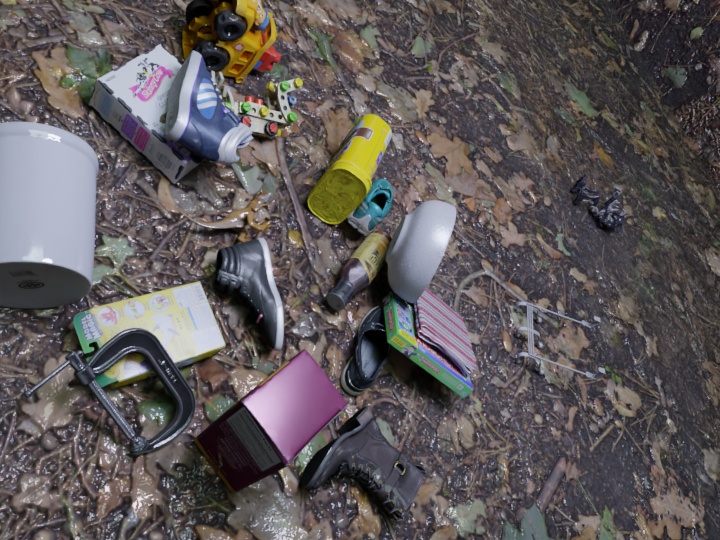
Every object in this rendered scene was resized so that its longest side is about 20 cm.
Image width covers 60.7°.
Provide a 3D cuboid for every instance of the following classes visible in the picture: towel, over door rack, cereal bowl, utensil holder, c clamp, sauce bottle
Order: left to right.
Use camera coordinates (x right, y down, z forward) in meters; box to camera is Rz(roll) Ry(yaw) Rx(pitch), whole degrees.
[{"bbox_3d":[-0.450,-0.069,0.842,0.168,0.170,0.203,5,64,-33],"label":"utensil holder"},{"bbox_3d":[-0.323,0.174,0.841,0.171,0.027,0.201,-51,119,-35],"label":"c clamp"},{"bbox_3d":[0.000,0.000,1.188,0.066,0.066,0.201,42,49,-7],"label":"sauce bottle"},{"bbox_3d":[0.103,-0.045,1.169,0.082,0.201,0.202,23,51,-5],"label":"cereal bowl"},{"bbox_3d":[0.156,0.108,1.206,0.146,0.030,0.201,40,20,-17],"label":"towel"},{"bbox_3d":[0.443,0.163,1.391,0.197,0.067,0.149,13,55,-4],"label":"over door rack"}]

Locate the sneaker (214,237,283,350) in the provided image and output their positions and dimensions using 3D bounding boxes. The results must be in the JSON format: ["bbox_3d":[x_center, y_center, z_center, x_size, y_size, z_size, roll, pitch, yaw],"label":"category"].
[{"bbox_3d":[-0.190,0.044,1.029,0.098,0.071,0.202,-7,70,-27],"label":"sneaker"}]

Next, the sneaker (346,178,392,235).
[{"bbox_3d":[0.039,-0.141,1.277,0.077,0.080,0.201,41,32,-10],"label":"sneaker"}]

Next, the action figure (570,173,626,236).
[{"bbox_3d":[0.710,-0.188,1.778,0.199,0.102,0.119,36,37,-10],"label":"action figure"}]

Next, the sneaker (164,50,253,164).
[{"bbox_3d":[-0.254,-0.273,1.071,0.145,0.080,0.202,24,49,-34],"label":"sneaker"}]

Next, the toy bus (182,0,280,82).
[{"bbox_3d":[-0.233,-0.471,1.219,0.190,0.199,0.137,8,60,-40],"label":"toy bus"}]

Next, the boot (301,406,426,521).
[{"bbox_3d":[0.016,0.335,0.996,0.175,0.069,0.200,51,45,2],"label":"boot"}]

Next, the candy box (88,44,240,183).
[{"bbox_3d":[-0.347,-0.284,1.103,0.200,0.071,0.168,43,48,-8],"label":"candy box"}]

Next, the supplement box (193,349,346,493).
[{"bbox_3d":[-0.132,0.218,0.872,0.104,0.200,0.131,52,46,3],"label":"supplement box"}]

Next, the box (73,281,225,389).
[{"bbox_3d":[-0.315,0.097,0.918,0.199,0.048,0.118,-14,74,-42],"label":"box"}]

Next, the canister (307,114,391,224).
[{"bbox_3d":[-0.017,-0.209,1.244,0.086,0.148,0.201,35,47,-13],"label":"canister"}]

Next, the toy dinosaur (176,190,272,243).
[{"bbox_3d":[-0.221,-0.086,1.097,0.106,0.061,0.199,37,37,16],"label":"toy dinosaur"}]

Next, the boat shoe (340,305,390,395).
[{"bbox_3d":[0.027,0.133,1.124,0.074,0.066,0.200,40,48,-7],"label":"boat shoe"}]

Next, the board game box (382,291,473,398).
[{"bbox_3d":[0.125,0.139,1.163,0.199,0.029,0.135,38,22,-22],"label":"board game box"}]

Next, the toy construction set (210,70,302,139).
[{"bbox_3d":[-0.209,-0.331,1.216,0.198,0.092,0.133,2,87,-26],"label":"toy construction set"}]
